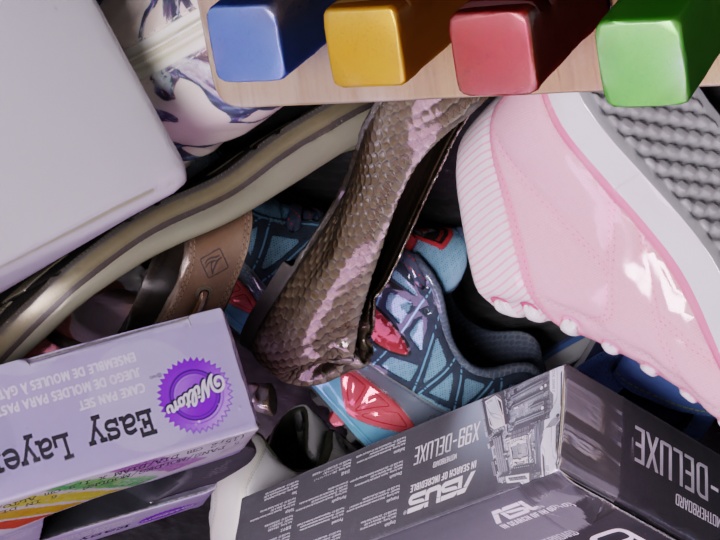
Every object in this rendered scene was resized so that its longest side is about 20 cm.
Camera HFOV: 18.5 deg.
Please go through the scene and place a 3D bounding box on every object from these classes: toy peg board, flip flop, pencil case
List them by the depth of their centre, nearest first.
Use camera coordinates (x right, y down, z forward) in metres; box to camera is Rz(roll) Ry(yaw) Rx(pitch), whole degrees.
[{"bbox_3d":[0.017,-0.132,0.593,0.198,0.098,0.201,-1,112,24],"label":"toy peg board"},{"bbox_3d":[-0.040,-0.089,0.769,0.200,0.089,0.078,-23,103,46],"label":"pencil case"},{"bbox_3d":[-0.066,-0.003,0.833,0.058,0.199,0.081,61,165,-10],"label":"flip flop"}]

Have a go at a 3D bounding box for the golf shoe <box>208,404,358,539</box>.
[{"bbox_3d":[-0.005,0.110,1.050,0.078,0.098,0.200,-13,174,26],"label":"golf shoe"}]

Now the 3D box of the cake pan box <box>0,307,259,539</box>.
[{"bbox_3d":[-0.139,0.078,0.815,0.199,0.053,0.184,-16,171,-15],"label":"cake pan box"}]

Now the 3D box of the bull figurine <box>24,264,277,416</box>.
[{"bbox_3d":[-0.110,0.029,0.984,0.121,0.065,0.200,-8,154,19],"label":"bull figurine"}]

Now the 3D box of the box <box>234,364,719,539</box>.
[{"bbox_3d":[0.067,0.118,0.910,0.157,0.050,0.200,30,142,-31],"label":"box"}]

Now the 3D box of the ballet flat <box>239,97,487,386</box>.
[{"bbox_3d":[0.017,-0.030,0.809,0.046,0.067,0.200,39,121,11],"label":"ballet flat"}]

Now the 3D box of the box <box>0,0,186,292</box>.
[{"bbox_3d":[-0.209,-0.057,0.728,0.171,0.200,0.200,-25,94,45],"label":"box"}]

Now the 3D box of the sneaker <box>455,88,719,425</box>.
[{"bbox_3d":[0.112,0.007,0.821,0.201,0.075,0.105,53,138,-4],"label":"sneaker"}]

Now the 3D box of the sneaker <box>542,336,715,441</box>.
[{"bbox_3d":[0.122,0.050,0.916,0.074,0.083,0.200,22,145,-7],"label":"sneaker"}]

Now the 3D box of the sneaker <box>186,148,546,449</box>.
[{"bbox_3d":[0.000,0.000,0.922,0.095,0.079,0.200,-38,115,18],"label":"sneaker"}]
